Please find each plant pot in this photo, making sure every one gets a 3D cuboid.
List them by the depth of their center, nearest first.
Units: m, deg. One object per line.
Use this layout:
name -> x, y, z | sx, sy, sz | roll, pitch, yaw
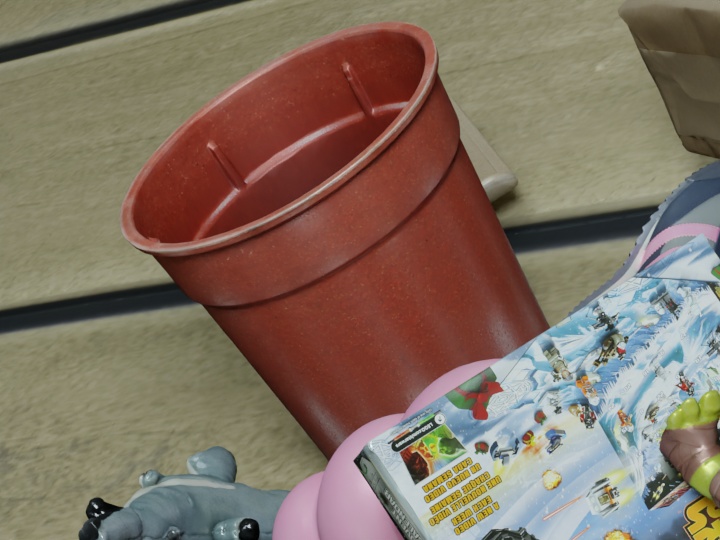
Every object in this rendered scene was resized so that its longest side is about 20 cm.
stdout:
plant pot -> 0.000, 0.000, 1.623 | 0.200, 0.196, 0.201 | -26, 25, 13

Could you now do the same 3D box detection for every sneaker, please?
sneaker -> 0.178, 0.019, 1.556 | 0.082, 0.070, 0.200 | 17, 50, 32

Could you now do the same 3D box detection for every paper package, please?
paper package -> 0.272, -0.144, 1.614 | 0.199, 0.104, 0.191 | -29, 14, -12

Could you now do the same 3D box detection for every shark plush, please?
shark plush -> -0.081, 0.126, 1.527 | 0.083, 0.200, 0.091 | 2, 75, 31

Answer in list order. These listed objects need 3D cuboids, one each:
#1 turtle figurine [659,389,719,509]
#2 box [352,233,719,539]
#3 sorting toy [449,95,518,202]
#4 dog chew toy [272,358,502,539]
turtle figurine -> 0.213, 0.116, 1.292 | 0.199, 0.065, 0.162 | -26, 51, -4
box -> 0.116, 0.091, 1.358 | 0.199, 0.137, 0.040 | -30, -9, -19
sorting toy -> 0.005, -0.031, 1.875 | 0.185, 0.037, 0.200 | -33, 20, 1
dog chew toy -> 0.036, 0.121, 1.460 | 0.199, 0.125, 0.125 | -24, 25, 36
